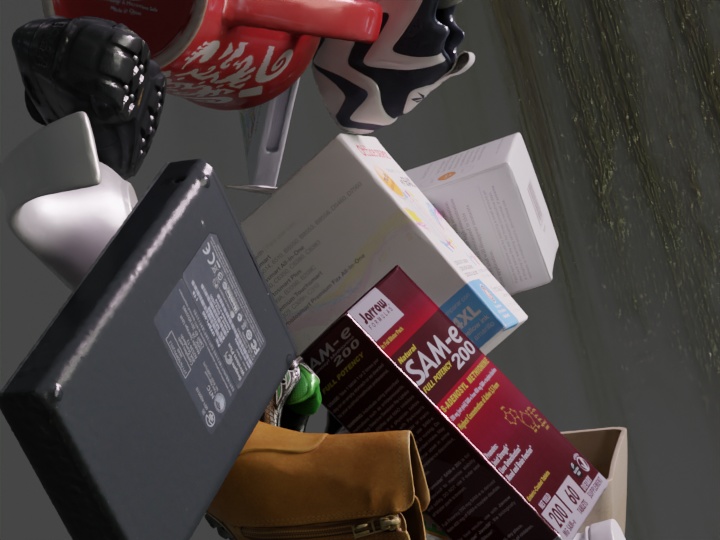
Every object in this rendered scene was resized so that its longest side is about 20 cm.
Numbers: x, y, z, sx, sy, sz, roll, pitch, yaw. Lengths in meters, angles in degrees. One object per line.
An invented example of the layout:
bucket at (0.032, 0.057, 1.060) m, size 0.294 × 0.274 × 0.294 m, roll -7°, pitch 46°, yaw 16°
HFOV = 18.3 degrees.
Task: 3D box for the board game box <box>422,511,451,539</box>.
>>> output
board game box at (0.013, 0.201, 1.431) m, size 0.034 × 0.134 × 0.200 m, roll 21°, pitch 34°, yaw -16°

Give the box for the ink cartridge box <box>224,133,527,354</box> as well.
ink cartridge box at (0.000, 0.000, 1.554) m, size 0.200 × 0.125 × 0.129 m, roll 50°, pitch 9°, yaw 6°

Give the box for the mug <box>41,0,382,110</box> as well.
mug at (-0.095, -0.179, 1.407) m, size 0.133 × 0.177 × 0.200 m, roll 70°, pitch 16°, yaw 4°

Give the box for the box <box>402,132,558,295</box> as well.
box at (0.039, -0.018, 1.683) m, size 0.124 × 0.200 × 0.098 m, roll -60°, pitch 131°, yaw -74°

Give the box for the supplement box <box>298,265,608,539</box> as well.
supplement box at (0.058, 0.099, 1.417) m, size 0.200 × 0.061 × 0.109 m, roll 45°, pitch 26°, yaw 1°

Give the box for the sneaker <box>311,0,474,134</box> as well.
sneaker at (0.013, -0.205, 1.518) m, size 0.199 × 0.130 × 0.079 m, roll 70°, pitch 17°, yaw 8°

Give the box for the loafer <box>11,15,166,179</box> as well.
loafer at (-0.153, -0.101, 1.260) m, size 0.201 × 0.070 × 0.068 m, roll 86°, pitch 22°, yaw -79°

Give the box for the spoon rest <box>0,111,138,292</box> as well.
spoon rest at (-0.155, -0.031, 1.208) m, size 0.200 × 0.061 × 0.099 m, roll 79°, pitch -2°, yaw -74°

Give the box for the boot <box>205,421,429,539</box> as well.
boot at (-0.040, 0.107, 1.272) m, size 0.071 × 0.144 × 0.201 m, roll 17°, pitch 55°, yaw -77°

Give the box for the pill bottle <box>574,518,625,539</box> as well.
pill bottle at (0.090, 0.236, 1.536) m, size 0.112 × 0.200 × 0.112 m, roll -19°, pitch 90°, yaw -78°

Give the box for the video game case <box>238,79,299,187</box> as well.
video game case at (-0.074, -0.193, 1.667) m, size 0.182 × 0.023 × 0.200 m, roll 106°, pitch -22°, yaw -54°

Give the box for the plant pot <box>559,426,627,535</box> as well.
plant pot at (0.107, 0.232, 1.687) m, size 0.200 × 0.200 × 0.177 m, roll -40°, pitch 122°, yaw -77°

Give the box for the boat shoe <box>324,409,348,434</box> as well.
boat shoe at (-0.007, 0.123, 1.623) m, size 0.057 × 0.067 × 0.200 m, roll 50°, pitch 9°, yaw -4°

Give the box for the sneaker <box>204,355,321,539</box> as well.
sneaker at (-0.066, 0.061, 1.369) m, size 0.078 × 0.085 × 0.200 m, roll 42°, pitch 31°, yaw -67°

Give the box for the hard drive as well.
hard drive at (-0.104, 0.055, 1.160) m, size 0.140 × 0.033 × 0.200 m, roll 67°, pitch 33°, yaw -29°
